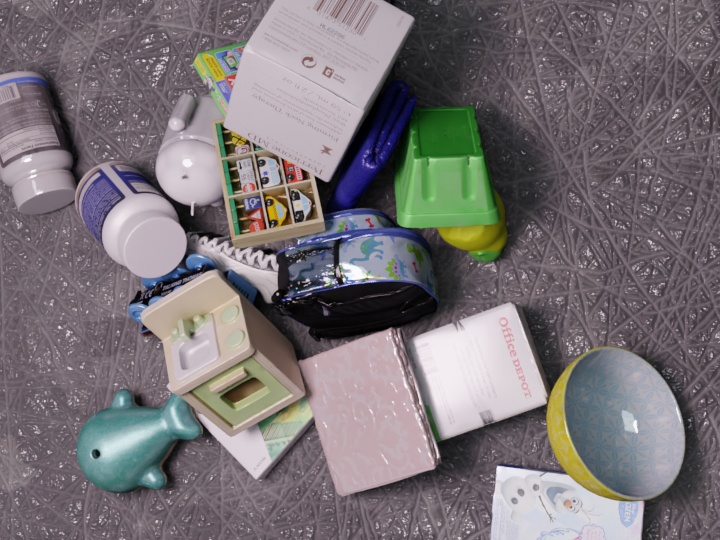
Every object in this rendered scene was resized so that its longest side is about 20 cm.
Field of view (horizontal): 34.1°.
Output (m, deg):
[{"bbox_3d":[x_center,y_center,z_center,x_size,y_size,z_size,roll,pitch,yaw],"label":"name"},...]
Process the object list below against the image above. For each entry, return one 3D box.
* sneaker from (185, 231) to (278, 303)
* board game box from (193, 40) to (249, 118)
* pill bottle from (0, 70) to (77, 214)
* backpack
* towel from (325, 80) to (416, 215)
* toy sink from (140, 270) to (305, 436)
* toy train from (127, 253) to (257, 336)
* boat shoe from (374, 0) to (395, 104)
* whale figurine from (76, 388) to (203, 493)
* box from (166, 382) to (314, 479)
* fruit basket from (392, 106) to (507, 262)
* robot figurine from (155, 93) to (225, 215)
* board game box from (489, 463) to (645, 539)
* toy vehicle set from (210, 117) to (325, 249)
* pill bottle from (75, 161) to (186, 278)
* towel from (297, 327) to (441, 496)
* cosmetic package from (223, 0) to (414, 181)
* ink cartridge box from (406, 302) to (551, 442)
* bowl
[{"bbox_3d":[-0.195,-0.008,1.729,0.200,0.075,0.081,17,99,17],"label":"sneaker"},{"bbox_3d":[-0.137,-0.243,1.707,0.200,0.135,0.029,59,144,12],"label":"board game box"},{"bbox_3d":[-0.511,-0.195,1.811,0.114,0.114,0.200,-23,79,13],"label":"pill bottle"},{"bbox_3d":[0.000,0.000,1.610,0.200,0.183,0.147,-9,69,17],"label":"backpack"},{"bbox_3d":[0.015,-0.157,1.605,0.050,0.200,0.148,23,67,-8],"label":"towel"},{"bbox_3d":[-0.186,0.118,1.596,0.130,0.200,0.112,-30,43,11],"label":"toy sink"},{"bbox_3d":[-0.248,0.049,1.697,0.200,0.114,0.087,-20,40,40],"label":"toy train"},{"bbox_3d":[0.021,-0.312,1.684,0.057,0.069,0.200,-2,74,10],"label":"boat shoe"},{"bbox_3d":[-0.329,0.247,1.715,0.200,0.104,0.159,-27,78,22],"label":"whale figurine"},{"bbox_3d":[-0.168,0.185,1.718,0.200,0.036,0.144,43,97,14],"label":"box"},{"bbox_3d":[0.124,-0.100,1.594,0.155,0.216,0.216,-2,84,1],"label":"fruit basket"},{"bbox_3d":[-0.231,-0.172,1.702,0.113,0.170,0.200,-10,43,18],"label":"robot figurine"},{"bbox_3d":[0.273,0.371,1.571,0.199,0.043,0.200,5,86,17],"label":"board game box"},{"bbox_3d":[-0.127,-0.130,1.594,0.124,0.027,0.200,-13,61,-2],"label":"toy vehicle set"},{"bbox_3d":[-0.331,-0.073,1.703,0.116,0.116,0.200,-55,39,5],"label":"pill bottle"},{"bbox_3d":[0.010,0.194,1.603,0.191,0.032,0.200,-24,79,39],"label":"towel"},{"bbox_3d":[-0.057,-0.254,1.515,0.167,0.200,0.166,28,65,-2],"label":"cosmetic package"},{"bbox_3d":[0.146,0.145,1.606,0.200,0.084,0.146,-20,79,14],"label":"ink cartridge box"},{"bbox_3d":[0.312,0.209,1.530,0.108,0.200,0.200,-35,72,55],"label":"bowl"}]
